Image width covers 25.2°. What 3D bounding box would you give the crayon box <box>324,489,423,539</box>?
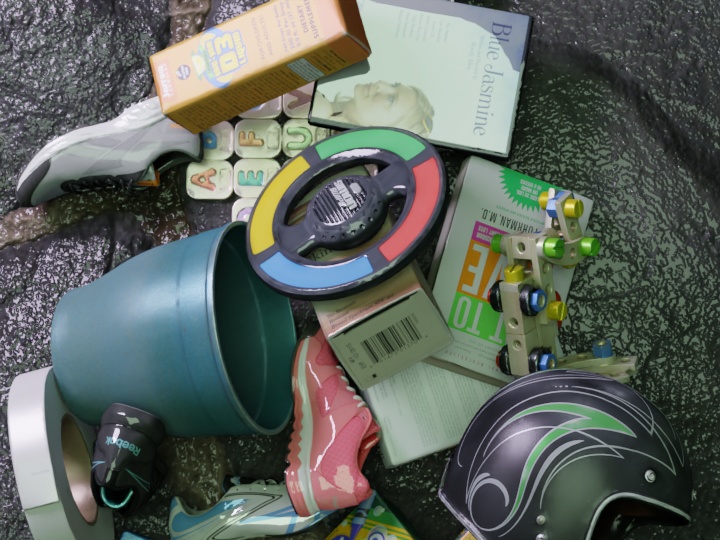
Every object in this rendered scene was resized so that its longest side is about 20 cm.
[{"bbox_3d":[0.026,0.311,1.479,0.126,0.052,0.200,-46,41,2],"label":"crayon box"}]

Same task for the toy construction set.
[{"bbox_3d":[0.182,0.032,1.498,0.092,0.131,0.201,-14,100,43],"label":"toy construction set"}]

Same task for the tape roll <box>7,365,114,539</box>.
[{"bbox_3d":[-0.277,0.190,1.502,0.037,0.203,0.204,-14,83,3],"label":"tape roll"}]

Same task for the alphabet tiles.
[{"bbox_3d":[-0.078,-0.132,1.616,0.194,0.015,0.201,1,84,4],"label":"alphabet tiles"}]

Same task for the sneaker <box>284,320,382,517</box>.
[{"bbox_3d":[-0.020,0.140,1.532,0.086,0.074,0.201,-4,58,10],"label":"sneaker"}]

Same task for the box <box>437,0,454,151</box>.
[{"bbox_3d":[0.036,-0.219,1.589,0.116,0.060,0.201,-2,83,-2],"label":"box"}]

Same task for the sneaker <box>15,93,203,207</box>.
[{"bbox_3d":[-0.248,-0.106,1.593,0.199,0.074,0.080,-24,79,1],"label":"sneaker"}]

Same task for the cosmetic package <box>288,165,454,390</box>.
[{"bbox_3d":[0.000,0.000,1.506,0.103,0.087,0.200,-30,43,3],"label":"cosmetic package"}]

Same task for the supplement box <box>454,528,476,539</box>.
[{"bbox_3d":[0.143,0.246,1.534,0.069,0.067,0.200,40,87,7],"label":"supplement box"}]

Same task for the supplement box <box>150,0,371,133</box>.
[{"bbox_3d":[-0.096,-0.201,1.517,0.199,0.069,0.067,-23,72,19],"label":"supplement box"}]

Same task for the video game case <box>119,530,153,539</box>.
[{"bbox_3d":[-0.166,0.357,1.568,0.199,0.018,0.144,22,86,6],"label":"video game case"}]

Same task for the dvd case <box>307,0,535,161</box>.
[{"bbox_3d":[0.058,-0.192,1.547,0.199,0.018,0.144,10,83,0],"label":"dvd case"}]

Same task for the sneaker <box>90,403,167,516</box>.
[{"bbox_3d":[-0.225,0.190,1.499,0.075,0.200,0.080,16,64,2],"label":"sneaker"}]

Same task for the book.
[{"bbox_3d":[0.135,0.006,1.551,0.133,0.048,0.201,19,76,-9],"label":"book"}]

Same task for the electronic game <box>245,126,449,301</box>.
[{"bbox_3d":[-0.013,-0.054,1.468,0.199,0.042,0.201,-15,46,16],"label":"electronic game"}]

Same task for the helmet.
[{"bbox_3d":[0.185,0.181,1.413,0.200,0.200,0.191,43,89,7],"label":"helmet"}]

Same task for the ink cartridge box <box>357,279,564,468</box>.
[{"bbox_3d":[0.093,0.086,1.574,0.199,0.047,0.161,-17,82,-12],"label":"ink cartridge box"}]

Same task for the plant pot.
[{"bbox_3d":[-0.181,0.068,1.520,0.187,0.200,0.201,-10,83,17],"label":"plant pot"}]

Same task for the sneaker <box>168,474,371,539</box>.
[{"bbox_3d":[-0.089,0.224,1.550,0.199,0.072,0.073,-16,90,1],"label":"sneaker"}]
